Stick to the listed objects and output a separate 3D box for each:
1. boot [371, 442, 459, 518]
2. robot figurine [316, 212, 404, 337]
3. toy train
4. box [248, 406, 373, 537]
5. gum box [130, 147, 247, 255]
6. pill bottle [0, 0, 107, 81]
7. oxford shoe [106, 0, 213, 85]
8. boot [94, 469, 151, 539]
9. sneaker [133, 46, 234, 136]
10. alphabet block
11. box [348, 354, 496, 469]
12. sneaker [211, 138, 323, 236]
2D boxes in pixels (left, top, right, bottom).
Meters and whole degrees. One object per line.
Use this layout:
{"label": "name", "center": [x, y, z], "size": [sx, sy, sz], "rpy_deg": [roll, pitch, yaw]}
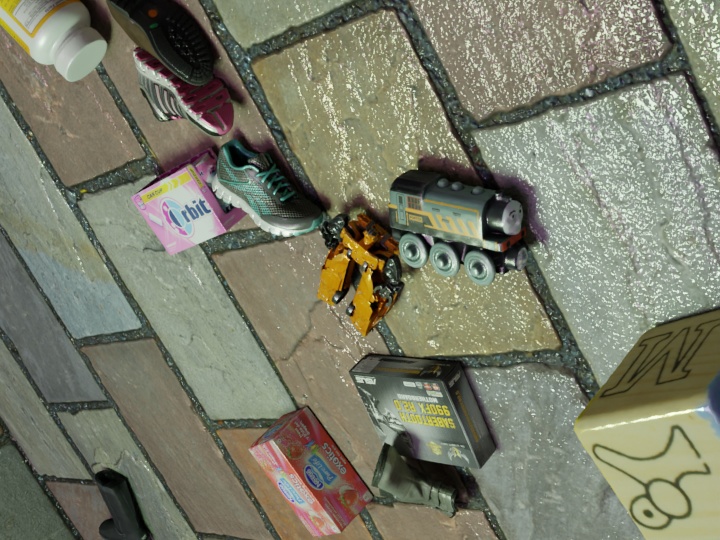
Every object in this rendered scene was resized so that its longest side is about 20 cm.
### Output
{"label": "boot", "center": [0.091, 0.322, 1.822], "size": [0.129, 0.069, 0.200], "rpy_deg": [16, 163, 14]}
{"label": "robot figurine", "center": [0.000, 0.000, 1.679], "size": [0.144, 0.058, 0.201], "rpy_deg": [39, 144, 14]}
{"label": "toy train", "center": [0.118, -0.057, 1.484], "size": [0.198, 0.085, 0.116], "rpy_deg": [15, 123, 38]}
{"label": "box", "center": [-0.086, 0.348, 2.061], "size": [0.201, 0.094, 0.102], "rpy_deg": [54, 145, -7]}
{"label": "gum box", "center": [-0.261, -0.105, 1.858], "size": [0.199, 0.066, 0.114], "rpy_deg": [-17, 111, 52]}
{"label": "pill bottle", "center": [-0.478, -0.384, 1.800], "size": [0.200, 0.113, 0.113], "rpy_deg": [45, 145, 7]}
{"label": "oxford shoe", "center": [-0.279, -0.332, 1.683], "size": [0.200, 0.072, 0.085], "rpy_deg": [47, 161, 6]}
{"label": "boot", "center": [-0.585, 0.557, 2.819], "size": [0.163, 0.066, 0.202], "rpy_deg": [6, 130, 34]}
{"label": "sneaker", "center": [-0.253, -0.244, 1.721], "size": [0.199, 0.073, 0.088], "rpy_deg": [39, 144, 23]}
{"label": "alphabet block", "center": [0.388, 0.171, 1.296], "size": [0.199, 0.196, 0.197], "rpy_deg": [-22, 104, 53]}
{"label": "box", "center": [0.090, 0.207, 1.780], "size": [0.198, 0.048, 0.160], "rpy_deg": [2, 123, 47]}
{"label": "sneaker", "center": [-0.137, -0.120, 1.708], "size": [0.198, 0.077, 0.092], "rpy_deg": [28, 136, 25]}
